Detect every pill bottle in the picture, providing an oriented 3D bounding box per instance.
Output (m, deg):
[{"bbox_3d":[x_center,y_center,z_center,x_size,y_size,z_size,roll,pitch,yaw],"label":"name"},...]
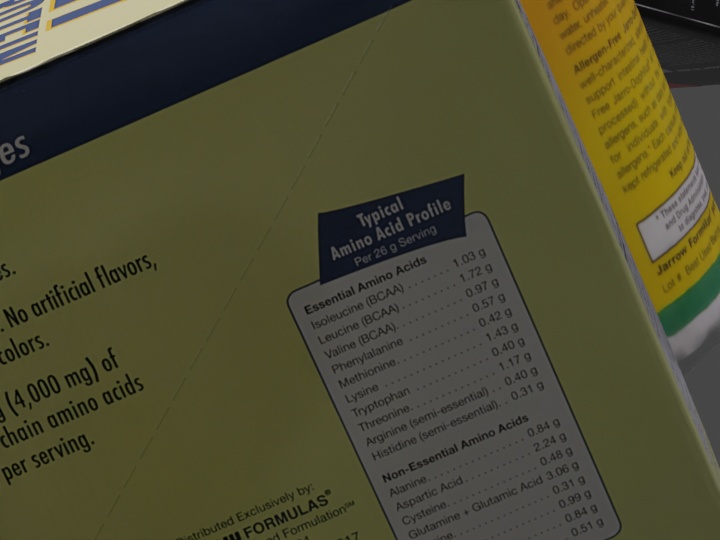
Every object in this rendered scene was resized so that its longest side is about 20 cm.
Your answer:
[{"bbox_3d":[0.031,-0.059,0.888,0.112,0.200,0.113,-22,18,8],"label":"pill bottle"}]

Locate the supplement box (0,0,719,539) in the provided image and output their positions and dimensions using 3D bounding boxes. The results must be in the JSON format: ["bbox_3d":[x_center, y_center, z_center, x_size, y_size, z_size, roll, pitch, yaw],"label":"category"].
[{"bbox_3d":[-0.031,0.017,0.753,0.199,0.200,0.134,-23,17,4],"label":"supplement box"}]

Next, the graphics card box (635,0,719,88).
[{"bbox_3d":[0.063,-0.106,1.056,0.200,0.051,0.125,9,-6,-38],"label":"graphics card box"}]
